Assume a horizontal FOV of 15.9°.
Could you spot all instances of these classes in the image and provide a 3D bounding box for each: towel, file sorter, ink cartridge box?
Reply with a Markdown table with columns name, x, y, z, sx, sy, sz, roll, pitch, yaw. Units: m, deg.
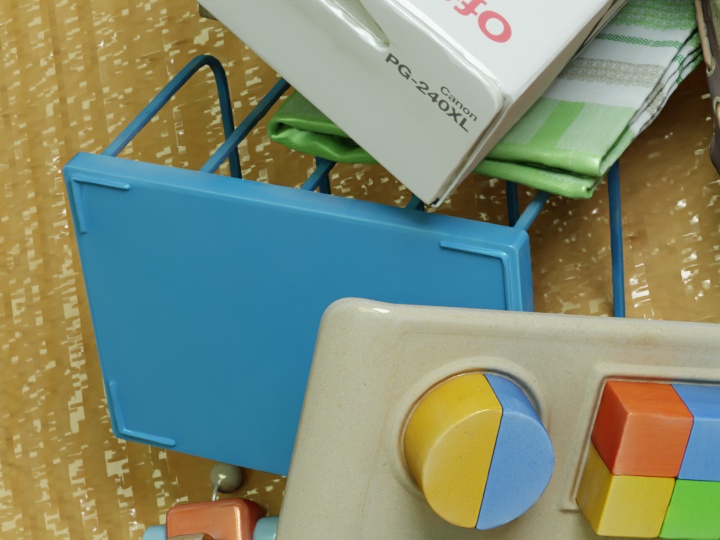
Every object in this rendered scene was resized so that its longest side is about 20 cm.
| name | x | y | z | sx | sy | sz | roll | pitch | yaw |
| --- | --- | --- | --- | --- | --- | --- | --- | --- | --- |
| towel | 0.068 | -0.090 | 1.065 | 0.148 | 0.200 | 0.031 | 9 | 125 | 26 |
| file sorter | 0.000 | 0.000 | 1.076 | 0.199 | 0.123 | 0.140 | 10 | 127 | 23 |
| ink cartridge box | 0.039 | -0.143 | 0.976 | 0.145 | 0.083 | 0.200 | 41 | 54 | 3 |

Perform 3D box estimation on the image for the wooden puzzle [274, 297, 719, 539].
| name | x | y | z | sx | sy | sz | roll | pitch | yaw |
| --- | --- | --- | --- | --- | --- | --- | --- | --- | --- |
| wooden puzzle | 0.069 | 0.106 | 0.993 | 0.198 | 0.046 | 0.186 | 6 | 116 | -14 |

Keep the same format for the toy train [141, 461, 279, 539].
| name | x | y | z | sx | sy | sz | roll | pitch | yaw |
| --- | --- | --- | --- | --- | --- | --- | --- | --- | --- |
| toy train | -0.010 | 0.153 | 1.105 | 0.199 | 0.056 | 0.151 | -3 | 79 | 22 |

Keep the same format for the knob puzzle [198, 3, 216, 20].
| name | x | y | z | sx | sy | sz | roll | pitch | yaw |
| --- | --- | --- | --- | --- | --- | --- | --- | --- | --- |
| knob puzzle | -0.032 | -0.204 | 1.116 | 0.030 | 0.220 | 0.221 | 13 | 84 | 5 |

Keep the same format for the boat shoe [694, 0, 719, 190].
| name | x | y | z | sx | sy | sz | roll | pitch | yaw |
| --- | --- | --- | --- | --- | --- | --- | --- | --- | --- |
| boat shoe | 0.173 | -0.051 | 1.013 | 0.072 | 0.072 | 0.201 | -19 | 87 | -14 |
